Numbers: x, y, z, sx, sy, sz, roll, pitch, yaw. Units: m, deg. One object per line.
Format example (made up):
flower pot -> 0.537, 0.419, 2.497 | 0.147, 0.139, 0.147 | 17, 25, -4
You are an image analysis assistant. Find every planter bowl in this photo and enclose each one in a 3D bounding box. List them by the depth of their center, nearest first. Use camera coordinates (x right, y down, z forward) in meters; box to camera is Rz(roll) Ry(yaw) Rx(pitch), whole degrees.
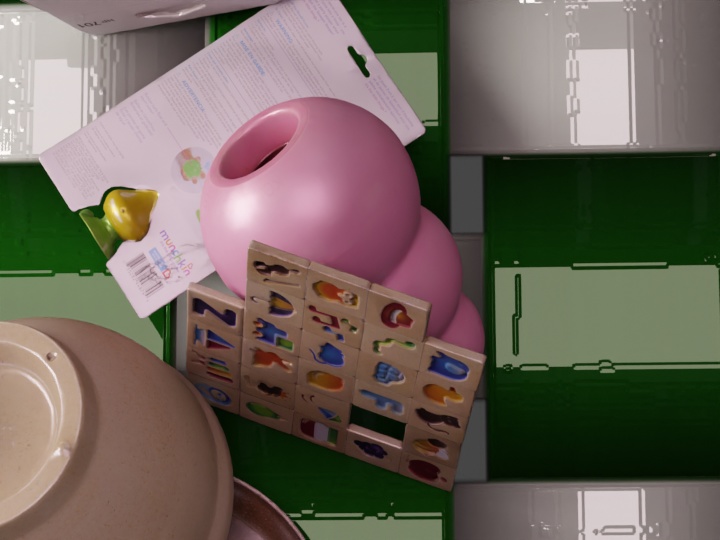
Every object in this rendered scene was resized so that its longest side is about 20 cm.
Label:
planter bowl -> -0.182, 0.108, 1.175 | 0.198, 0.135, 0.202 | -6, 63, 12

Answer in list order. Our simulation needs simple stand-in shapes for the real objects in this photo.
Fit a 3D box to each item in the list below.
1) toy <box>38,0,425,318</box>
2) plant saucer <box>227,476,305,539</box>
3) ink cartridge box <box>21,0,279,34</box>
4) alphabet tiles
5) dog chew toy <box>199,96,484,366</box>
toy -> -0.075, -0.070, 1.272 | 0.199, 0.047, 0.116 | -33, 82, -9
plant saucer -> -0.113, 0.211, 1.236 | 0.198, 0.032, 0.202 | 0, 80, 3
ink cartridge box -> -0.124, -0.255, 1.270 | 0.145, 0.086, 0.202 | -8, 78, 22
alphabet tiles -> -0.017, 0.051, 1.177 | 0.166, 0.201, 0.008 | 20, 61, 6
dog chew toy -> 0.000, 0.000, 1.204 | 0.124, 0.124, 0.200 | -42, 119, -4
